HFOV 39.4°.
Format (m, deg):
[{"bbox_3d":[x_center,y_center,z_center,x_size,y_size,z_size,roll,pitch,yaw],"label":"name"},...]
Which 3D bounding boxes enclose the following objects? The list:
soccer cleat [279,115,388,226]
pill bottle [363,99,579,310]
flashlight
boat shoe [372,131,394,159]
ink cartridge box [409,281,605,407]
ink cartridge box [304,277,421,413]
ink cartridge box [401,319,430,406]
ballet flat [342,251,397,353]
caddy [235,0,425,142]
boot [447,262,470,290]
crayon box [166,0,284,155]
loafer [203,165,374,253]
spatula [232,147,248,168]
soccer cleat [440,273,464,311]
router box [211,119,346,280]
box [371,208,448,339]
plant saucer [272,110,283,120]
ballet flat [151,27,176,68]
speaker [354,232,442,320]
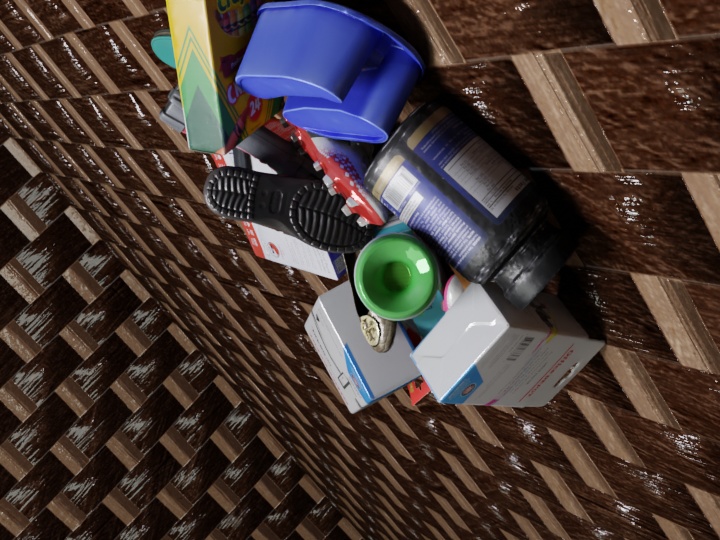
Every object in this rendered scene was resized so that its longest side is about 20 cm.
[{"bbox_3d":[-0.013,-0.127,1.065,0.200,0.085,0.069,53,178,40],"label":"soccer cleat"},{"bbox_3d":[0.108,-0.060,0.967,0.200,0.112,0.112,43,162,6],"label":"pill bottle"},{"bbox_3d":[-0.129,-0.148,1.143,0.199,0.068,0.068,31,-150,-19],"label":"flashlight"},{"bbox_3d":[0.001,-0.119,1.161,0.067,0.057,0.199,49,162,-17],"label":"boat shoe"},{"bbox_3d":[0.161,0.082,1.071,0.199,0.115,0.068,11,-144,-47],"label":"ink cartridge box"},{"bbox_3d":[0.001,0.099,1.311,0.147,0.084,0.200,61,166,8],"label":"ink cartridge box"},{"bbox_3d":[0.041,0.077,1.354,0.161,0.049,0.203,113,147,-73],"label":"ink cartridge box"},{"bbox_3d":[0.000,0.000,1.192,0.067,0.046,0.203,-29,67,51],"label":"ballet flat"},{"bbox_3d":[-0.029,-0.202,0.973,0.141,0.106,0.199,31,170,-38],"label":"caddy"},{"bbox_3d":[0.115,-0.018,1.121,0.154,0.074,0.201,37,151,22],"label":"boot"},{"bbox_3d":[-0.135,-0.235,1.013,0.050,0.127,0.202,12,126,24],"label":"crayon box"},{"bbox_3d":[-0.078,-0.076,1.121,0.198,0.074,0.071,18,-173,-16],"label":"loafer"},{"bbox_3d":[-0.154,-0.159,1.216,0.056,0.021,0.201,23,150,21],"label":"spatula"},{"bbox_3d":[0.166,0.074,1.234,0.086,0.070,0.201,9,147,35],"label":"soccer cleat"},{"bbox_3d":[-0.102,-0.098,1.296,0.178,0.049,0.202,15,136,46],"label":"router box"},{"bbox_3d":[0.067,-0.003,1.223,0.083,0.049,0.201,-95,-17,-46],"label":"box"},{"bbox_3d":[-0.108,-0.145,1.334,0.199,0.032,0.202,34,147,26],"label":"plant saucer"},{"bbox_3d":[-0.153,-0.254,1.170,0.198,0.069,0.068,23,150,29],"label":"ballet flat"},{"bbox_3d":[0.039,0.004,1.033,0.088,0.089,0.200,43,-177,2],"label":"speaker"}]
